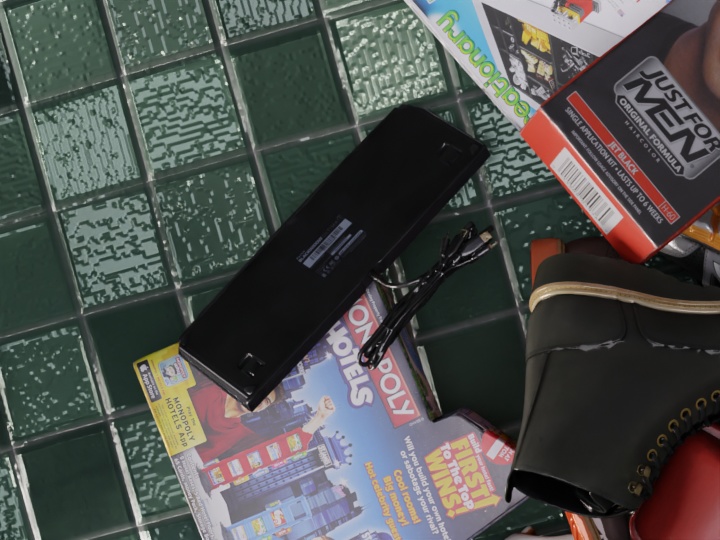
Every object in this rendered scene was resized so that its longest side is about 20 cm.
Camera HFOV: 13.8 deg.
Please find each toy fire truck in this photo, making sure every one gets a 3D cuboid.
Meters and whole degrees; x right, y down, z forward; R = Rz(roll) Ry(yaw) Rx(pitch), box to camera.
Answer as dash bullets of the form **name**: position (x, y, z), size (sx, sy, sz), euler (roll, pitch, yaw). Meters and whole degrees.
- **toy fire truck**: position (0.226, 0.171, 1.596), size (0.175, 0.200, 0.129), euler (30, 98, 5)

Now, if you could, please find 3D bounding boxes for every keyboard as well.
- **keyboard**: position (0.000, 0.000, 1.648), size (0.200, 0.021, 0.127), euler (-47, 47, -10)

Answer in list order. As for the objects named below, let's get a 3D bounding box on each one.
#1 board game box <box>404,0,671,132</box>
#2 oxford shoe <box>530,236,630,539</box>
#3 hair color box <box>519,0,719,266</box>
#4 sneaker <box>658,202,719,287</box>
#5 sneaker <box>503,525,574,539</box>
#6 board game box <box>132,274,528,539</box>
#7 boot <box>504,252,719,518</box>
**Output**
- **board game box**: position (0.115, -0.143, 1.669), size (0.126, 0.035, 0.200), euler (-41, 88, 8)
- **oxford shoe**: position (0.137, 0.070, 1.635), size (0.072, 0.071, 0.201), euler (-7, 67, 5)
- **hair color box**: position (0.195, -0.103, 1.604), size (0.200, 0.061, 0.102), euler (-40, 87, -14)
- **sneaker**: position (0.236, 0.015, 1.648), size (0.199, 0.078, 0.078), euler (26, 118, 12)
- **sneaker**: position (0.074, 0.198, 1.696), size (0.199, 0.085, 0.073), euler (-21, 117, 28)
- **board game box**: position (0.001, 0.106, 1.692), size (0.199, 0.062, 0.201), euler (-22, 88, 6)
- **boot**: position (0.178, 0.080, 1.572), size (0.199, 0.078, 0.139), euler (9, 62, 10)
